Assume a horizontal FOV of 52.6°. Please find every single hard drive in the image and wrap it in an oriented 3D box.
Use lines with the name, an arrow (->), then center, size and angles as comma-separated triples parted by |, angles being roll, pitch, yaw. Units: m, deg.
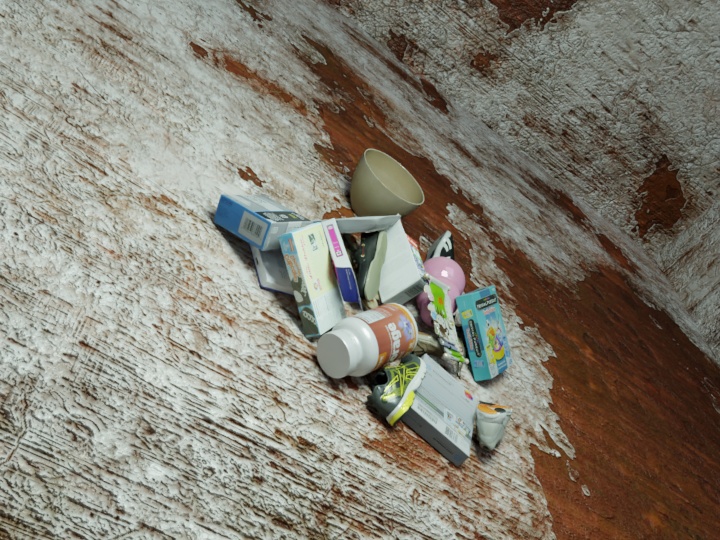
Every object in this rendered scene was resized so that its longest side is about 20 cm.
hard drive -> -0.130, 0.004, 1.493 | 0.199, 0.025, 0.133 | 19, 35, -39

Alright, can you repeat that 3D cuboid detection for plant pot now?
plant pot -> 0.050, -0.198, 1.904 | 0.199, 0.135, 0.201 | 32, 28, -19

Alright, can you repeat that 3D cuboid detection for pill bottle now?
pill bottle -> 0.013, 0.136, 1.390 | 0.199, 0.112, 0.113 | -16, 62, -49

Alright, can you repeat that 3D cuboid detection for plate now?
plate -> -0.026, -0.102, 1.633 | 0.200, 0.197, 0.033 | -18, 105, -70

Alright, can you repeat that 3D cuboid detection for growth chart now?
growth chart -> 0.186, 0.108, 1.608 | 0.144, 0.018, 0.203 | 14, 61, -60

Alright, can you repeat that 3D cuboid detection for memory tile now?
memory tile -> 0.000, 0.000, 1.652 | 0.154, 0.017, 0.200 | 48, 23, -14

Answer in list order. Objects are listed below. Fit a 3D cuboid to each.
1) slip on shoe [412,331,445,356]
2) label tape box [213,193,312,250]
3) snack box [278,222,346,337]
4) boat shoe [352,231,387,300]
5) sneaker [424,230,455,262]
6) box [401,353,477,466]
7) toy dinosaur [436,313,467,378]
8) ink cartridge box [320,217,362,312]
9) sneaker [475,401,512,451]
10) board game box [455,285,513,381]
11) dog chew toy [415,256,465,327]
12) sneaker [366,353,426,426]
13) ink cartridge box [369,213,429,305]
slip on shoe -> 0.111, 0.160, 1.563 | 0.199, 0.075, 0.061 | 30, 70, -43
label tape box -> -0.177, -0.101, 1.484 | 0.142, 0.067, 0.199 | 29, 21, 28
snack box -> -0.091, 0.016, 1.412 | 0.116, 0.037, 0.203 | -27, 104, -62
boat shoe -> 0.015, -0.010, 1.605 | 0.203, 0.062, 0.074 | -77, 161, -45
sneaker -> 0.238, -0.021, 1.985 | 0.112, 0.073, 0.200 | 43, 35, -7
box -> 0.163, 0.278, 1.480 | 0.156, 0.041, 0.200 | 41, 28, -6
toy dinosaur -> 0.229, 0.163, 1.728 | 0.088, 0.047, 0.200 | 49, 29, -11
ink cartridge box -> -0.038, -0.010, 1.471 | 0.201, 0.037, 0.095 | -113, -171, -48
sneaker -> 0.274, 0.330, 1.538 | 0.075, 0.093, 0.200 | 9, -4, 20
board game box -> 0.299, 0.147, 1.743 | 0.150, 0.046, 0.203 | -13, 89, -59
dog chew toy -> 0.188, 0.058, 1.749 | 0.124, 0.125, 0.201 | 34, 36, -16
sneaker -> 0.070, 0.210, 1.413 | 0.084, 0.075, 0.200 | 39, 27, -5
ink cartridge box -> 0.082, -0.022, 1.674 | 0.050, 0.108, 0.202 | 36, 30, -44
